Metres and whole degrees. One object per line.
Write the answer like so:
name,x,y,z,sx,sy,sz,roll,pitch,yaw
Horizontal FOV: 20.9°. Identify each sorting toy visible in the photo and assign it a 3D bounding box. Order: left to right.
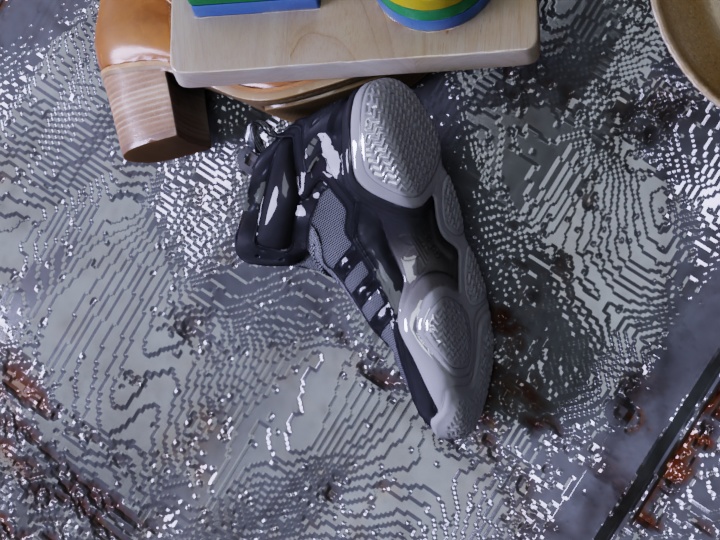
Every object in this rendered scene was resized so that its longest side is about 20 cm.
sorting toy,-0.007,-0.209,1.046,0.198,0.070,0.201,-3,69,7

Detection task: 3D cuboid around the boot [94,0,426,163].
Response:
boot,-0.062,-0.157,1.103,0.199,0.074,0.155,-11,79,12

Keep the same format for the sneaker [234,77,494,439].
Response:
sneaker,0.000,0.000,1.068,0.113,0.075,0.201,-10,103,28

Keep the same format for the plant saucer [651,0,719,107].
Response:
plant saucer,0.251,-0.163,1.018,0.199,0.035,0.201,-1,87,16
